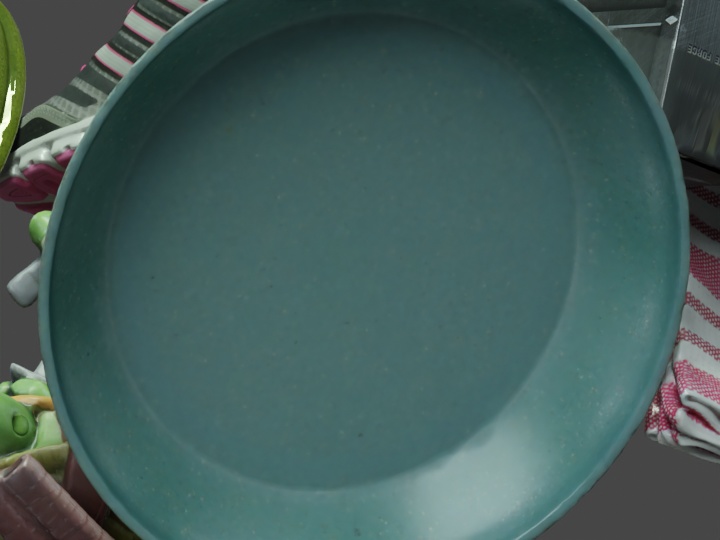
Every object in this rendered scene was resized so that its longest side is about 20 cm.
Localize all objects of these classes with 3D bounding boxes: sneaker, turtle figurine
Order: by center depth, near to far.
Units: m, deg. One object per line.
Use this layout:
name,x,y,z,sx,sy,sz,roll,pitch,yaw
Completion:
turtle figurine,-0.119,0.026,0.795,0.193,0.202,0.144,1,-1,-27
sneaker,-0.056,-0.082,0.880,0.199,0.073,0.088,-30,55,37

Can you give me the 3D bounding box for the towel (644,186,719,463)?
towel,0.168,-0.012,0.821,0.145,0.030,0.201,13,52,-7

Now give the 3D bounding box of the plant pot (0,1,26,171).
plant pot,-0.251,-0.090,0.864,0.199,0.193,0.201,-17,48,20

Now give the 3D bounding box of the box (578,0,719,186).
box,0.061,-0.110,0.842,0.199,0.048,0.160,2,78,51

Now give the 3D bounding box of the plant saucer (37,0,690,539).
plant saucer,0.000,0.000,0.734,0.199,0.201,0.036,-26,24,-10
